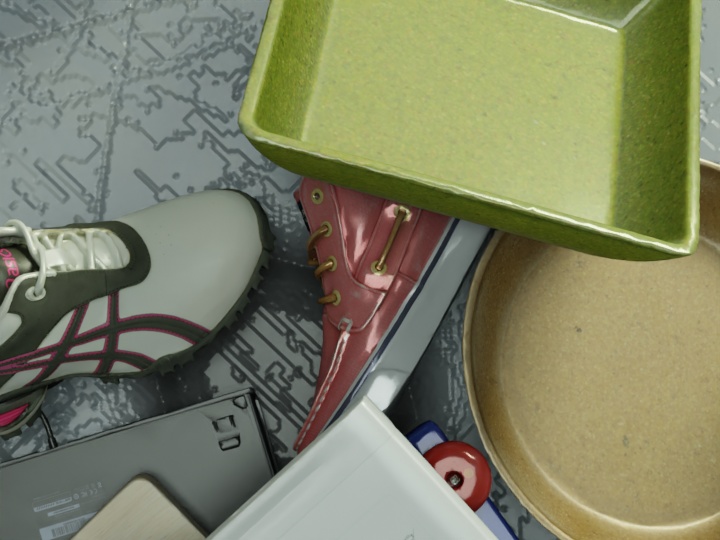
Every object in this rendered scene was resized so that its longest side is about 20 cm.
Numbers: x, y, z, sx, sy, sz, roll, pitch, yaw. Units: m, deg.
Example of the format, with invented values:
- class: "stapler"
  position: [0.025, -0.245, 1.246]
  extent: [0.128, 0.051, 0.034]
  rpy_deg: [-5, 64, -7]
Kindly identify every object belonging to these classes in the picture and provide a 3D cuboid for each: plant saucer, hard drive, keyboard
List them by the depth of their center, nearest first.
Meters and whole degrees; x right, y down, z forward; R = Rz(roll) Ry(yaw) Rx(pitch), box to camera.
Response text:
- class: "hard drive"
  position: [0.021, 0.171, 0.722]
  extent: [0.132, 0.027, 0.200]
  rpy_deg: [-42, 91, 6]
- class: "plant saucer"
  position: [0.053, -0.090, 0.772]
  extent: [0.199, 0.048, 0.200]
  rpy_deg: [15, 49, -5]
- class: "plant saucer"
  position: [0.139, 0.045, 0.790]
  extent: [0.199, 0.035, 0.201]
  rpy_deg: [3, 75, -12]
- class: "keyboard"
  position: [-0.143, 0.097, 0.814]
  extent: [0.199, 0.021, 0.128]
  rpy_deg: [-17, 90, -2]

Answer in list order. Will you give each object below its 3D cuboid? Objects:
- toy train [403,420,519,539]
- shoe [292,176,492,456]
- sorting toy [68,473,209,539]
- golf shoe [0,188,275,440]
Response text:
- class: "toy train"
  position: [0.049, 0.179, 0.770]
  extent: [0.116, 0.085, 0.200]
  rpy_deg: [-35, 86, -5]
- class: "shoe"
  position: [0.000, 0.000, 0.799]
  extent: [0.091, 0.071, 0.201]
  rpy_deg: [29, 80, 4]
- class: "sorting toy"
  position: [-0.105, 0.234, 0.768]
  extent: [0.200, 0.070, 0.199]
  rpy_deg: [-44, 90, -2]
- class: "golf shoe"
  position: [-0.130, 0.012, 0.773]
  extent: [0.200, 0.088, 0.077]
  rpy_deg: [-29, 59, -13]
